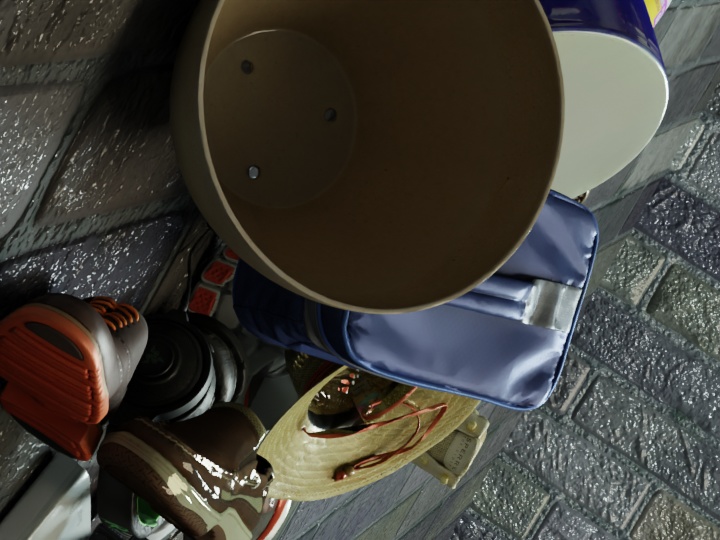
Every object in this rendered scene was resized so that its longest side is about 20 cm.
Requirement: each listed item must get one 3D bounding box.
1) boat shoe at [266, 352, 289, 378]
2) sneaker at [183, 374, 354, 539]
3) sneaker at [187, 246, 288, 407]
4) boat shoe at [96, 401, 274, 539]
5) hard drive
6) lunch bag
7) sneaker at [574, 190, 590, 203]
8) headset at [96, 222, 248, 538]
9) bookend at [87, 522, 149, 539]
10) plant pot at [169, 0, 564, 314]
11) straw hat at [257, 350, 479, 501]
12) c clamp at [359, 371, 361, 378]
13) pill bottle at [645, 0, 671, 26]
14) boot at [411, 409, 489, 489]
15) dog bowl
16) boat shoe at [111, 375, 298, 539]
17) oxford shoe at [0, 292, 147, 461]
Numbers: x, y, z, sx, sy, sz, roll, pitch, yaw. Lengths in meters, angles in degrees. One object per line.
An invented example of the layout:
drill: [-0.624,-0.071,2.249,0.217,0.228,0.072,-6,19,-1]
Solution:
boat shoe: [0.000,0.000,1.570,0.199,0.067,0.057,-35,140,-6]
sneaker: [-0.083,0.122,1.673,0.082,0.077,0.201,21,100,-53]
sneaker: [-0.075,0.029,1.475,0.201,0.077,0.082,-55,-174,29]
boat shoe: [-0.090,0.102,1.281,0.075,0.074,0.202,-55,167,-9]
hard drive: [-0.230,0.213,1.379,0.200,0.026,0.132,-52,167,-26]
lunch bag: [0.033,-0.005,1.316,0.199,0.132,0.137,15,89,-41]
sneaker: [0.077,-0.058,1.691,0.071,0.199,0.076,53,29,-43]
headset: [-0.096,0.062,1.367,0.123,0.093,0.202,3,102,-78]
bookend: [-0.165,0.249,1.488,0.201,0.092,0.199,-54,177,9]
plant pot: [-0.016,-0.081,1.168,0.201,0.200,0.134,-54,-158,-16]
straw hat: [-0.007,0.062,1.510,0.200,0.085,0.202,-25,154,-13]
c clamp: [0.008,0.031,1.680,0.027,0.172,0.200,-26,171,-22]
pill bottle: [0.147,-0.167,1.768,0.201,0.104,0.104,-54,168,-19]
boot: [0.023,0.112,1.856,0.073,0.155,0.200,-58,169,4]
dog bowl: [0.084,-0.115,1.413,0.198,0.079,0.201,-10,149,-6]
boat shoe: [-0.106,0.119,1.571,0.200,0.069,0.057,-43,165,-32]
oxford shoe: [-0.145,0.037,1.174,0.073,0.071,0.200,-58,180,-17]
